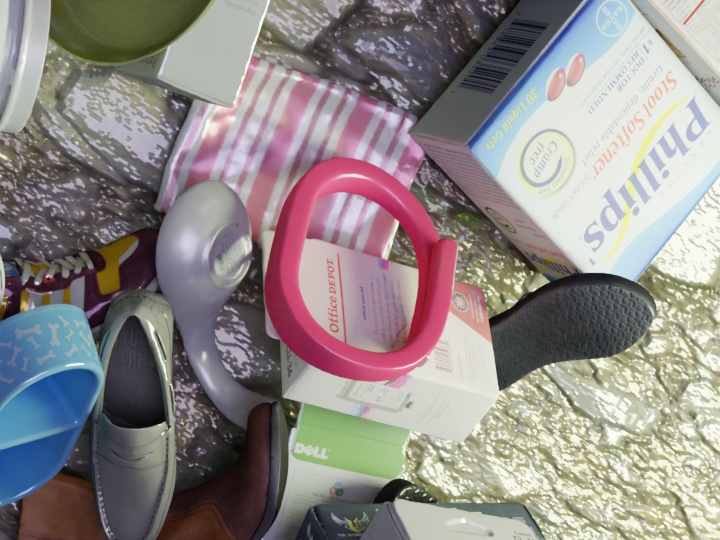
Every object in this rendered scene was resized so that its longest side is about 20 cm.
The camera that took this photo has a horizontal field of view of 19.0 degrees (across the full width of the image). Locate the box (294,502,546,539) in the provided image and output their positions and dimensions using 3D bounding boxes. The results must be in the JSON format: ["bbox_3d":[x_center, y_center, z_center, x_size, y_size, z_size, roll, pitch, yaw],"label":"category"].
[{"bbox_3d":[0.030,0.255,1.689,0.199,0.051,0.158,2,126,-30],"label":"box"}]

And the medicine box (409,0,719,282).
[{"bbox_3d":[0.177,-0.108,1.734,0.200,0.103,0.182,44,80,-26],"label":"medicine box"}]

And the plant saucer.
[{"bbox_3d":[-0.162,-0.244,1.576,0.031,0.200,0.201,18,92,-57],"label":"plant saucer"}]

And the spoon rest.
[{"bbox_3d":[-0.114,0.025,1.668,0.099,0.060,0.201,-35,125,-42],"label":"spoon rest"}]

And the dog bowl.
[{"bbox_3d":[-0.251,0.105,1.577,0.111,0.050,0.200,-14,148,-36],"label":"dog bowl"}]

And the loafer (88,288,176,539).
[{"bbox_3d":[-0.171,0.115,1.596,0.070,0.070,0.201,1,102,3],"label":"loafer"}]

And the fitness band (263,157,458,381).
[{"bbox_3d":[0.000,0.000,1.643,0.143,0.037,0.200,23,48,-13],"label":"fitness band"}]

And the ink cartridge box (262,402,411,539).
[{"bbox_3d":[-0.030,0.176,1.736,0.104,0.059,0.201,15,93,-21],"label":"ink cartridge box"}]

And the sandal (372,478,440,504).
[{"bbox_3d":[0.057,0.225,1.766,0.075,0.048,0.201,-56,138,-16],"label":"sandal"}]

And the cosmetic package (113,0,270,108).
[{"bbox_3d":[-0.111,-0.231,1.622,0.074,0.102,0.201,20,90,-27],"label":"cosmetic package"}]

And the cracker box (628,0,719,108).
[{"bbox_3d":[0.259,-0.196,1.747,0.200,0.134,0.058,44,82,-20],"label":"cracker box"}]

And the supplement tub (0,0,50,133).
[{"bbox_3d":[-0.332,-0.173,1.529,0.199,0.144,0.145,9,95,-21],"label":"supplement tub"}]

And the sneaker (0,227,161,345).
[{"bbox_3d":[-0.236,0.017,1.629,0.200,0.075,0.090,-39,115,-11],"label":"sneaker"}]

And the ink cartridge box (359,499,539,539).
[{"bbox_3d":[0.041,0.280,1.621,0.147,0.086,0.200,13,121,-35],"label":"ink cartridge box"}]

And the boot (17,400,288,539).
[{"bbox_3d":[-0.161,0.176,1.670,0.199,0.068,0.189,12,104,3],"label":"boot"}]

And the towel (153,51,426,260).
[{"bbox_3d":[-0.050,-0.084,1.707,0.200,0.030,0.147,20,90,-21],"label":"towel"}]

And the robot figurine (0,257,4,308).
[{"bbox_3d":[-0.352,-0.007,1.543,0.200,0.150,0.125,28,49,4],"label":"robot figurine"}]

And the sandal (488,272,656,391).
[{"bbox_3d":[0.151,0.041,1.728,0.076,0.200,0.043,49,45,-20],"label":"sandal"}]

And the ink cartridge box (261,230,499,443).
[{"bbox_3d":[0.002,0.051,1.683,0.199,0.117,0.068,17,133,-22],"label":"ink cartridge box"}]
